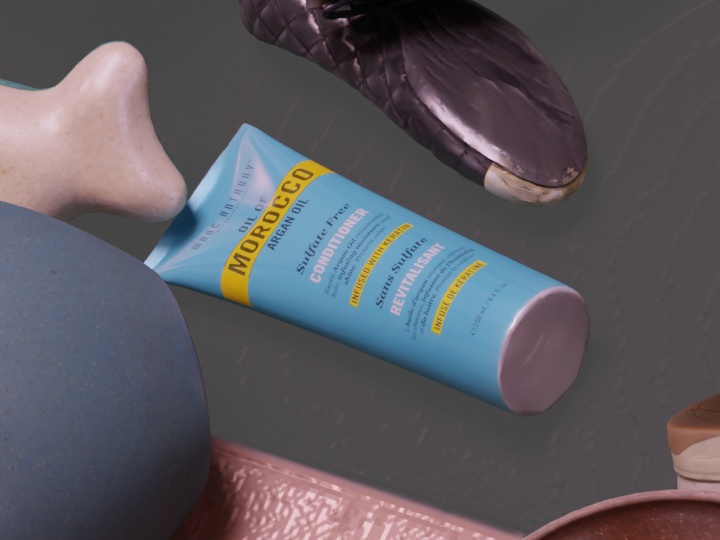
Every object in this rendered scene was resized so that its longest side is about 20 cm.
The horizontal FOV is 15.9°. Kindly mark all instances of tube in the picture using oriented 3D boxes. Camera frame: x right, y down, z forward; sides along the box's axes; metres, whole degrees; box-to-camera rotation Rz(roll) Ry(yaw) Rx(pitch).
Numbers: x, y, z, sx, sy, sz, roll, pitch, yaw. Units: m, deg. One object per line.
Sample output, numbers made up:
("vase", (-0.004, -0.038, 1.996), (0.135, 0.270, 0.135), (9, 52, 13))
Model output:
("tube", (0.000, 0.000, 1.006), (0.200, 0.050, 0.078), (23, 67, 41))

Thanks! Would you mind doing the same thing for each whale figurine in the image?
("whale figurine", (-0.170, -0.041, 1.076), (0.199, 0.160, 0.104), (-16, 14, 12))

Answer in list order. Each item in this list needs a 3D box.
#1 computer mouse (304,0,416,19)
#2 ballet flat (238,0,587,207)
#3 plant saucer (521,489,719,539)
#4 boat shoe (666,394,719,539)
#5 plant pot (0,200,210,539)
("computer mouse", (0.031, -0.173, 1.068), (0.138, 0.053, 0.200), (-18, 43, 3))
("ballet flat", (0.022, -0.082, 1.046), (0.066, 0.057, 0.200), (-24, 49, -31))
("plant saucer", (0.102, 0.173, 0.838), (0.200, 0.037, 0.201), (-10, 67, 24))
("boat shoe", (0.200, 0.072, 0.847), (0.199, 0.072, 0.065), (-5, 100, 25))
("plant pot", (-0.134, 0.056, 0.968), (0.134, 0.200, 0.200), (-12, 49, -21))
